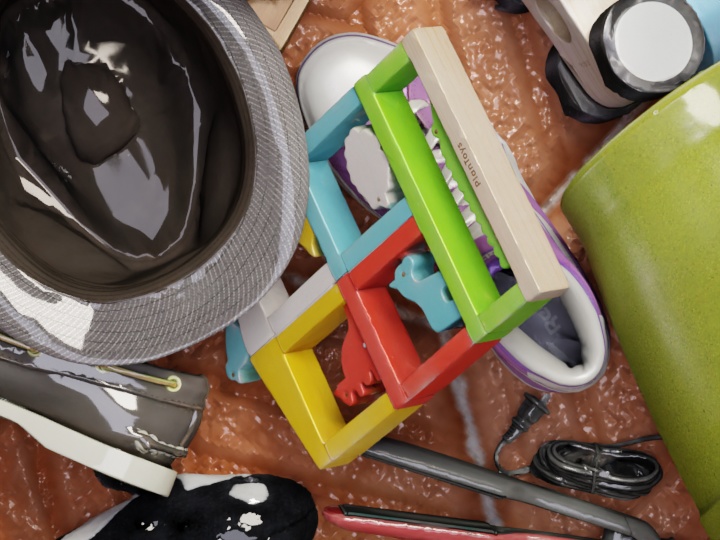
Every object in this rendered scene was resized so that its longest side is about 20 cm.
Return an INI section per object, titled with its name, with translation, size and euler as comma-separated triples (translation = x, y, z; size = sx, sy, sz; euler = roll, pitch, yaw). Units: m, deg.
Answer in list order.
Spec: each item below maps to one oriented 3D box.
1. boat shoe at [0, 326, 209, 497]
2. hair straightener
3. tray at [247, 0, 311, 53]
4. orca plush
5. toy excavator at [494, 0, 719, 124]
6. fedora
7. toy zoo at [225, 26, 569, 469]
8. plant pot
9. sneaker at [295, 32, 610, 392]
[boat shoe]
translation = -0.166, 0.036, 1.279
size = 0.201, 0.072, 0.061
euler = 25, 86, 3
[hair straightener]
translation = 0.086, 0.096, 1.298
size = 0.199, 0.041, 0.077
euler = 10, 92, 0
[tray]
translation = -0.029, -0.212, 1.293
size = 0.098, 0.037, 0.200
euler = 30, 90, -1
[orca plush]
translation = -0.118, 0.138, 1.283
size = 0.199, 0.071, 0.106
euler = -2, 92, 0
[toy excavator]
translation = 0.140, -0.192, 1.276
size = 0.200, 0.100, 0.195
euler = -35, 92, -13
[fedora]
translation = -0.116, -0.060, 1.268
size = 0.177, 0.090, 0.200
euler = -32, 93, 0
[toy zoo]
translation = 0.000, 0.000, 1.244
size = 0.200, 0.020, 0.132
euler = -42, 66, 43
[plant pot]
translation = 0.192, 0.009, 1.235
size = 0.200, 0.200, 0.193
euler = -35, 79, 1
[sneaker]
translation = 0.046, -0.030, 1.260
size = 0.073, 0.114, 0.201
euler = -42, 90, 2
